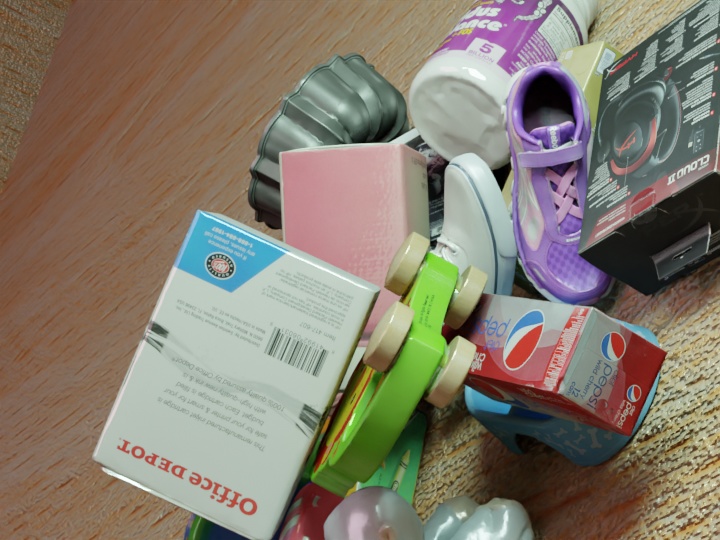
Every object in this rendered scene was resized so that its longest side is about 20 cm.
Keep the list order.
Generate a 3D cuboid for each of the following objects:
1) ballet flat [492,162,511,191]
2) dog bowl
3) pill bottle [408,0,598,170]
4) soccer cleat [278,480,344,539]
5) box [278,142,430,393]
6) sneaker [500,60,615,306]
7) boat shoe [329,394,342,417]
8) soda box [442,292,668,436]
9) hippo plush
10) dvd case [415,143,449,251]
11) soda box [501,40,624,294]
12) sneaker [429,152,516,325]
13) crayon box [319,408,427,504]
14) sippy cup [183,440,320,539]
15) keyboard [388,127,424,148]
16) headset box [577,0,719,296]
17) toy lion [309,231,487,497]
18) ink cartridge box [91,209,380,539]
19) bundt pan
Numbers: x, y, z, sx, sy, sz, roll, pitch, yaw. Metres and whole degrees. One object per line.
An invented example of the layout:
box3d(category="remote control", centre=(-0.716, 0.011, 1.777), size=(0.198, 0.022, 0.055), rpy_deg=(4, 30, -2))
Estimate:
box3d(category="ballet flat", centre=(0.134, -0.092, 1.501), size=(0.067, 0.046, 0.201), rpy_deg=(-46, 27, 35))
box3d(category="dog bowl", centre=(0.145, 0.081, 1.275), size=(0.200, 0.049, 0.113), rpy_deg=(-1, 63, 66))
box3d(category="pill bottle", centre=(0.132, -0.189, 1.488), size=(0.112, 0.112, 0.201), rpy_deg=(-31, 17, 51))
box3d(category="soccer cleat", centre=(-0.056, 0.254, 1.277), size=(0.076, 0.066, 0.202), rpy_deg=(-10, 63, 41))
box3d(category="box", centre=(0.000, 0.000, 1.428), size=(0.128, 0.107, 0.203), rpy_deg=(5, -98, -79))
box3d(category="sneaker", centre=(0.151, -0.073, 1.304), size=(0.089, 0.079, 0.203), rpy_deg=(78, -177, -77))
box3d(category="boat shoe", centre=(0.037, 0.062, 1.516), size=(0.201, 0.062, 0.071), rpy_deg=(-53, 22, 18))
box3d(category="soda box", centre=(0.125, 0.061, 1.182), size=(0.064, 0.070, 0.200), rpy_deg=(-63, 21, -8))
box3d(category="hippo plush", centre=(0.018, 0.228, 1.234), size=(0.201, 0.160, 0.160), rpy_deg=(-56, 23, 13))
box3d(category="dvd case", centre=(0.056, -0.071, 1.571), size=(0.147, 0.016, 0.201), rpy_deg=(-21, 30, 20))
box3d(category="soda box", centre=(0.169, -0.083, 1.394), size=(0.068, 0.064, 0.202), rpy_deg=(0, 64, 65))
box3d(category="sneaker", centre=(0.079, 0.008, 1.345), size=(0.073, 0.070, 0.202), rpy_deg=(36, 138, 53))
box3d(category="crayon box", centre=(-0.013, 0.215, 1.449), size=(0.118, 0.058, 0.202), rpy_deg=(-33, 36, 49))
box3d(category="sippy cup", centre=(-0.085, 0.225, 1.367), size=(0.176, 0.141, 0.130), rpy_deg=(-21, 3, -18))
box3d(category="keyboard", centre=(0.082, -0.137, 1.554), size=(0.199, 0.011, 0.056), rpy_deg=(-30, -10, -22))
box3d(category="headset box", centre=(0.238, -0.087, 1.232), size=(0.148, 0.075, 0.202), rpy_deg=(-35, 34, 48))
box3d(category="toy lion", centre=(0.014, 0.084, 1.197), size=(0.193, 0.068, 0.200), rpy_deg=(-60, 5, 22))
box3d(category="ink cartridge box", centre=(-0.089, 0.077, 1.252), size=(0.084, 0.145, 0.202), rpy_deg=(-14, -52, -86))
box3d(category="bundt pan", centre=(-0.021, -0.113, 1.719), size=(0.075, 0.201, 0.203), rpy_deg=(33, 97, 24))
